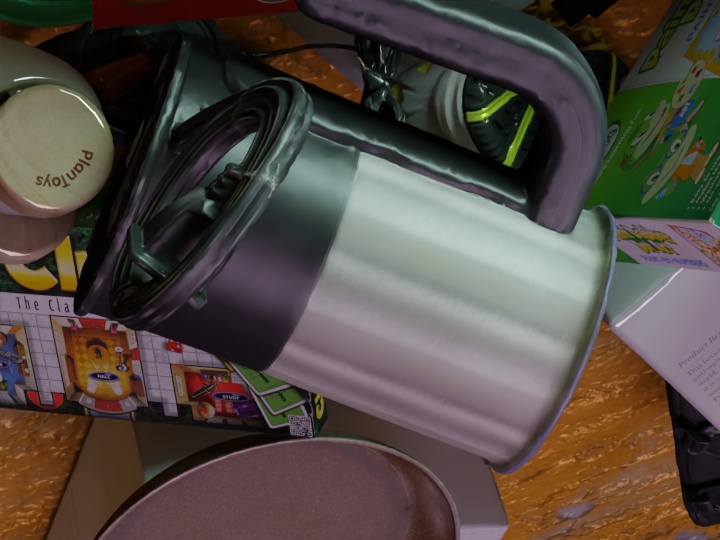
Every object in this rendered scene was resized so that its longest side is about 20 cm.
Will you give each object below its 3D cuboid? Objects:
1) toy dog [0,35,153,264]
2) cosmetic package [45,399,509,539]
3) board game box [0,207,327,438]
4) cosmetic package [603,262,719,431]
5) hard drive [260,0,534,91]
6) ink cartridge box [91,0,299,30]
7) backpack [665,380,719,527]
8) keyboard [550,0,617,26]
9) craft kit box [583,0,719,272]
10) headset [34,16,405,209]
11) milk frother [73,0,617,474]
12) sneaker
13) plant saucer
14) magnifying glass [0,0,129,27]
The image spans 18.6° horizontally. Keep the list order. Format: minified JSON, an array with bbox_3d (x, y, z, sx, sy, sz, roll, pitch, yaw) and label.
[{"bbox_3d":[-0.158,-0.096,0.859,0.096,0.132,0.200,-50,120,-24],"label":"toy dog"},{"bbox_3d":[-0.055,0.153,1.211,0.199,0.123,0.200,2,136,-24],"label":"cosmetic package"},{"bbox_3d":[-0.116,0.020,1.004,0.199,0.023,0.105,4,119,18],"label":"board game box"},{"bbox_3d":[0.195,0.024,1.062,0.101,0.071,0.200,-40,131,10],"label":"cosmetic package"},{"bbox_3d":[0.002,-0.159,0.928,0.132,0.026,0.200,-33,141,18],"label":"hard drive"},{"bbox_3d":[-0.026,-0.134,0.835,0.160,0.050,0.200,-5,153,-8],"label":"ink cartridge box"},{"bbox_3d":[0.275,0.053,1.221,0.199,0.154,0.163,-2,140,15],"label":"backpack"},{"bbox_3d":[0.154,-0.148,0.913,0.104,0.040,0.200,-32,175,-38],"label":"keyboard"},{"bbox_3d":[0.168,-0.094,0.883,0.048,0.197,0.200,32,84,-9],"label":"craft kit box"},{"bbox_3d":[-0.073,-0.060,0.964,0.199,0.094,0.124,-20,144,20],"label":"headset"},{"bbox_3d":[0.000,0.000,0.817,0.187,0.200,0.181,21,128,-10],"label":"milk frother"},{"bbox_3d":[0.071,-0.070,1.025,0.076,0.076,0.200,1,173,29],"label":"sneaker"},{"bbox_3d":[-0.049,0.144,1.084,0.199,0.032,0.201,-11,133,-12],"label":"plant saucer"},{"bbox_3d":[-0.091,-0.151,0.860,0.079,0.022,0.200,22,142,-34],"label":"magnifying glass"}]
